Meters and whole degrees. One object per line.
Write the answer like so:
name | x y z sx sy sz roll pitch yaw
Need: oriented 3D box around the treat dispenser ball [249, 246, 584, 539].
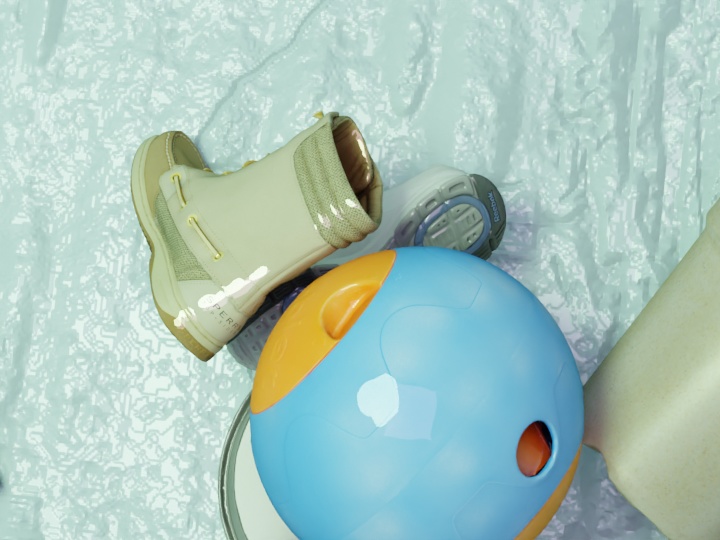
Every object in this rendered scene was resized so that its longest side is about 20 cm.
treat dispenser ball | 0.033 0.087 1.342 0.199 0.201 0.203 -1 84 7

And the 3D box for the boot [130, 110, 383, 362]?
boot | -0.065 -0.052 1.424 0.155 0.201 0.073 -36 124 15

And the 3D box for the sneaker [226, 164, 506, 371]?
sneaker | 0.000 0.000 1.458 0.199 0.087 0.075 -30 112 -4

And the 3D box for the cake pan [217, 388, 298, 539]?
cake pan | 0.004 0.136 1.457 0.198 0.037 0.202 -1 79 4

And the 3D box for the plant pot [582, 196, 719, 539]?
plant pot | 0.234 0.069 1.381 0.201 0.200 0.184 46 103 9
